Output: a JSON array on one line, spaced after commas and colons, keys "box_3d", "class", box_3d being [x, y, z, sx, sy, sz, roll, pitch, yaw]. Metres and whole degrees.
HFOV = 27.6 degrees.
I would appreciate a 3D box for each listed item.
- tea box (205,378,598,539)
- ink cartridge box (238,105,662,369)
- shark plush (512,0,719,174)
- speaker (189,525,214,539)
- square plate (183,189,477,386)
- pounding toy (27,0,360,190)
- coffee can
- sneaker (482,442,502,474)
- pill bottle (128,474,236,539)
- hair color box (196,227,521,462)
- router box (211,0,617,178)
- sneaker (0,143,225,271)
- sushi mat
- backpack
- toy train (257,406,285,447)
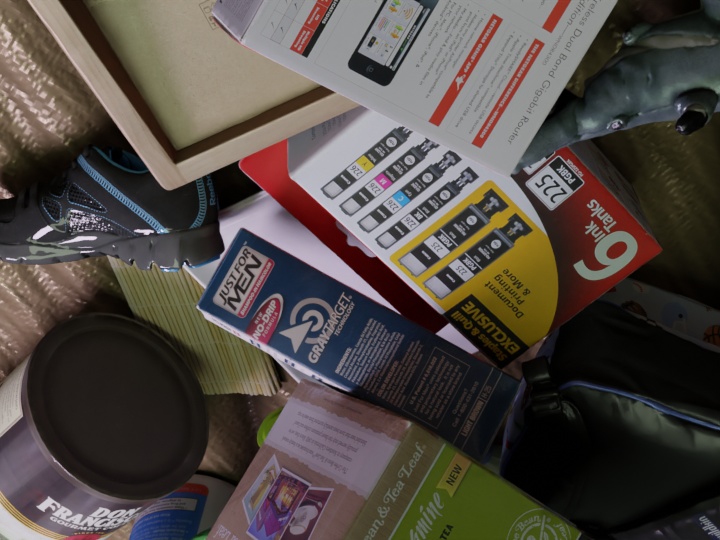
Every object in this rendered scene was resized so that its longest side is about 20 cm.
[{"box_3d": [0.036, 0.180, 0.900, 0.197, 0.134, 0.200, 33, 171, -19], "class": "tea box"}, {"box_3d": [0.052, -0.041, 0.900, 0.176, 0.084, 0.200, -39, 118, 18], "class": "ink cartridge box"}, {"box_3d": [0.174, -0.107, 0.807, 0.200, 0.083, 0.091, -12, 130, -10], "class": "shark plush"}, {"box_3d": [-0.068, 0.235, 1.154, 0.088, 0.089, 0.200, -13, 171, 23], "class": "speaker"}, {"box_3d": [0.000, 0.000, 1.014, 0.198, 0.028, 0.200, -26, 124, 26], "class": "square plate"}, {"box_3d": [-0.083, -0.150, 0.838, 0.184, 0.142, 0.200, -23, 128, 13], "class": "pounding toy"}, {"box_3d": [-0.228, 0.141, 1.112, 0.146, 0.147, 0.200, 33, 136, -20], "class": "coffee can"}, {"box_3d": [0.055, 0.191, 1.175, 0.090, 0.067, 0.200, 35, 130, -12], "class": "sneaker"}, {"box_3d": [-0.149, 0.277, 1.199, 0.112, 0.200, 0.112, 6, 134, 6], "class": "pill bottle"}, {"box_3d": [-0.003, 0.050, 0.938, 0.200, 0.061, 0.100, 29, 173, 0], "class": "hair color box"}, {"box_3d": [0.051, -0.170, 0.736, 0.179, 0.049, 0.200, 24, 104, -33], "class": "router box"}, {"box_3d": [-0.183, -0.045, 0.985, 0.200, 0.073, 0.082, 1, 99, 19], "class": "sneaker"}, {"box_3d": [-0.126, 0.023, 1.079, 0.095, 0.012, 0.200, -2, 133, 15], "class": "sushi mat"}, {"box_3d": [0.184, 0.107, 1.000, 0.200, 0.154, 0.191, 24, 138, -2], "class": "backpack"}, {"box_3d": [-0.037, 0.144, 1.114, 0.200, 0.085, 0.116, -2, 145, 46], "class": "toy train"}]
